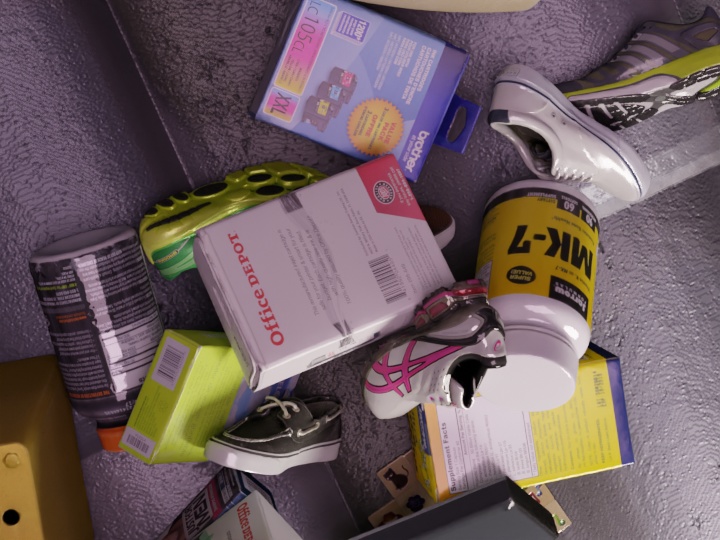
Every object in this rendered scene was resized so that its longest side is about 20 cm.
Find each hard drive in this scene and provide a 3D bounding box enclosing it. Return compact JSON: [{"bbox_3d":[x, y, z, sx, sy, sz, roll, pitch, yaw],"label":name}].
[{"bbox_3d":[0.079,0.266,1.725,0.199,0.140,0.033,-24,59,15],"label":"hard drive"}]

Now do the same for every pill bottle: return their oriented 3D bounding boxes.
[{"bbox_3d":[0.162,0.024,1.670,0.114,0.201,0.114,6,144,5],"label":"pill bottle"},{"bbox_3d":[-0.235,0.067,1.677,0.106,0.106,0.201,-15,103,-5],"label":"pill bottle"}]

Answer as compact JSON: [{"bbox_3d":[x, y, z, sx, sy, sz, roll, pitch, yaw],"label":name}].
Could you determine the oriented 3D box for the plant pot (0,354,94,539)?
[{"bbox_3d":[-0.362,0.208,1.650,0.199,0.176,0.201,-9,102,-6],"label":"plant pot"}]

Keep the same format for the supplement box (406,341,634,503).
[{"bbox_3d":[0.151,0.145,1.740,0.199,0.110,0.109,-10,98,-8],"label":"supplement box"}]

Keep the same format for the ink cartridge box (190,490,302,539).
[{"bbox_3d":[-0.139,0.308,1.612,0.200,0.145,0.084,-38,107,0],"label":"ink cartridge box"}]

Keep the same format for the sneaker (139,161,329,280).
[{"bbox_3d":[-0.111,-0.046,1.701,0.199,0.074,0.084,-16,129,-9],"label":"sneaker"}]

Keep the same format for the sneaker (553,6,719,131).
[{"bbox_3d":[0.270,-0.193,1.723,0.199,0.074,0.081,-15,63,6],"label":"sneaker"}]

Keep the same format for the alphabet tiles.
[{"bbox_3d":[0.112,0.254,1.813,0.166,0.006,0.200,-35,103,0],"label":"alphabet tiles"}]

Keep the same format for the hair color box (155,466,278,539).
[{"bbox_3d":[-0.168,0.287,1.731,0.060,0.100,0.200,42,92,-15],"label":"hair color box"}]

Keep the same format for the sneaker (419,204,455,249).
[{"bbox_3d":[0.000,0.000,1.728,0.199,0.073,0.085,-21,134,-10],"label":"sneaker"}]

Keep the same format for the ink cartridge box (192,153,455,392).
[{"bbox_3d":[-0.035,0.003,1.614,0.199,0.085,0.146,-21,76,-15],"label":"ink cartridge box"}]

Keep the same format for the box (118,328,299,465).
[{"bbox_3d":[-0.135,0.119,1.680,0.048,0.200,0.122,27,98,26],"label":"box"}]

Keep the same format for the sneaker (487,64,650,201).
[{"bbox_3d":[0.194,-0.113,1.704,0.200,0.073,0.071,34,69,-24],"label":"sneaker"}]

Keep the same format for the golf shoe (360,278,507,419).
[{"bbox_3d":[0.062,0.093,1.601,0.072,0.200,0.092,-7,63,-32],"label":"golf shoe"}]

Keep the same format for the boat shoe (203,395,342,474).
[{"bbox_3d":[-0.080,0.149,1.685,0.070,0.200,0.064,17,99,26],"label":"boat shoe"}]

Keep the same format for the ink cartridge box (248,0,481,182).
[{"bbox_3d":[0.012,-0.172,1.684,0.199,0.076,0.137,21,97,-13],"label":"ink cartridge box"}]

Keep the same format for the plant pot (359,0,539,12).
[{"bbox_3d":[0.079,-0.312,1.626,0.199,0.187,0.188,16,98,-25],"label":"plant pot"}]
